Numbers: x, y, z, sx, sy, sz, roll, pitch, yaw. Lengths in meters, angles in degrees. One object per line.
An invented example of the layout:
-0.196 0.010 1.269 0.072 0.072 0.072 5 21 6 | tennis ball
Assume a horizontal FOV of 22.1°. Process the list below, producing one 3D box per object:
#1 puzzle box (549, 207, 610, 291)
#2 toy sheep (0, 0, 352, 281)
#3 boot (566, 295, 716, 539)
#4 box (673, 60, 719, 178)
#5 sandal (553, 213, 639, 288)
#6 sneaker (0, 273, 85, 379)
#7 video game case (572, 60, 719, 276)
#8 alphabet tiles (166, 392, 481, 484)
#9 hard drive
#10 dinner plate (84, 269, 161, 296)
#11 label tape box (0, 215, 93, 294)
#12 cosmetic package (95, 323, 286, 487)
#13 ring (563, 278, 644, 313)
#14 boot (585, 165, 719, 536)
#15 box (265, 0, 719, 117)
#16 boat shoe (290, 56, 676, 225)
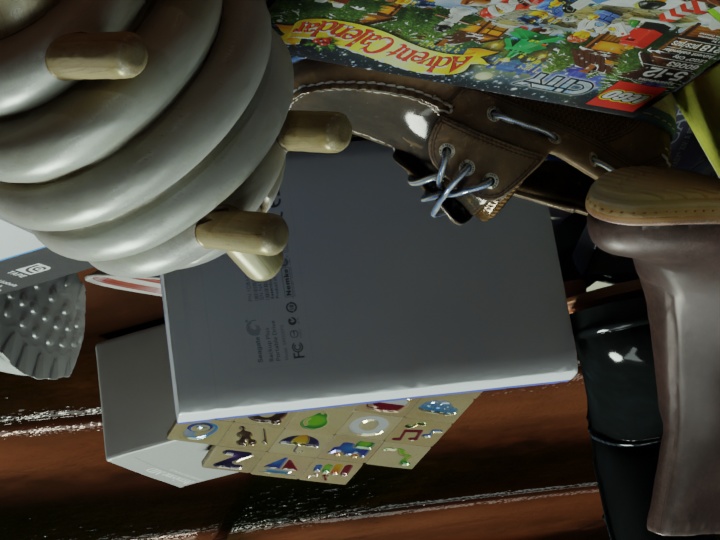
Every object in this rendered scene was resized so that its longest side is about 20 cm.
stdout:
0.106 -0.017 1.094 0.198 0.026 0.133 3 159 -33 | puzzle box
-0.083 -0.061 0.677 0.137 0.139 0.201 -16 129 22 | toy sheep
0.154 0.105 0.969 0.073 0.164 0.198 -9 167 5 | boot
0.192 -0.084 0.778 0.075 0.050 0.200 -29 180 -4 | box
0.148 -0.015 1.019 0.199 0.045 0.075 -37 142 21 | sandal
-0.222 0.011 0.972 0.080 0.077 0.200 -6 161 29 | sneaker
0.222 -0.054 0.957 0.198 0.019 0.144 -1 135 -21 | video game case
-0.019 0.080 1.102 0.165 0.006 0.200 9 146 -20 | alphabet tiles
0.000 0.000 0.919 0.198 0.133 0.025 -5 161 -11 | hard drive
-0.053 0.007 1.024 0.198 0.025 0.200 5 177 0 | dinner plate
-0.145 -0.049 0.815 0.198 0.064 0.144 -15 162 20 | label tape box
-0.060 0.072 1.184 0.198 0.091 0.107 -20 157 20 | cosmetic package
0.181 0.017 1.010 0.198 0.019 0.201 -7 168 -1 | ring
0.159 0.043 0.844 0.199 0.168 0.072 6 -170 -46 | boot
0.066 -0.117 0.722 0.198 0.038 0.136 7 157 -27 | box
0.054 -0.061 0.829 0.198 0.073 0.072 7 162 -16 | boat shoe
